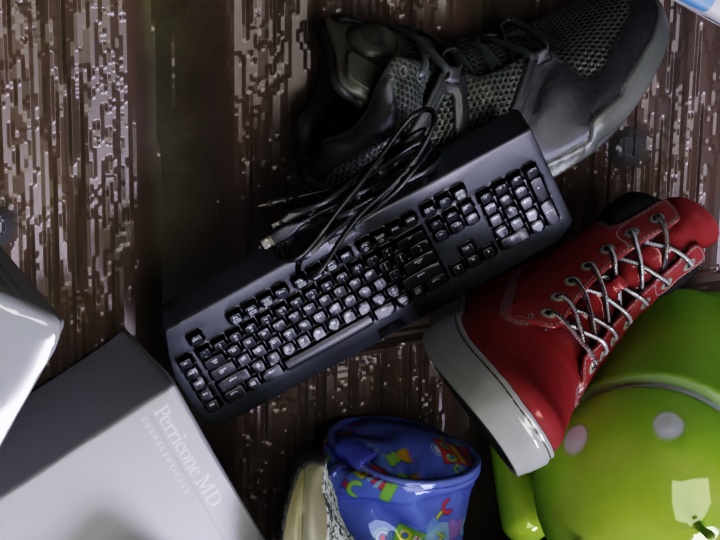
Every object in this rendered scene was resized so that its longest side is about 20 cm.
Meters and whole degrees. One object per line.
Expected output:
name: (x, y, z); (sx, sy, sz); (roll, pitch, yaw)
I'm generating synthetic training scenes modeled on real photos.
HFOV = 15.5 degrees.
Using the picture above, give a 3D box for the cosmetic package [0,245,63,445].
cosmetic package: (-0.264, 0.029, 1.097); (0.200, 0.166, 0.168); (25, 98, -29)

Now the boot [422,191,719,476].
boot: (0.106, 0.019, 1.232); (0.144, 0.200, 0.073); (-31, 102, 7)

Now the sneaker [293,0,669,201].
sneaker: (0.052, -0.092, 1.247); (0.199, 0.076, 0.114); (-33, 126, -3)

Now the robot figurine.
robot figurine: (0.150, 0.085, 1.290); (0.175, 0.200, 0.116); (-14, 111, 22)

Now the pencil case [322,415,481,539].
pencil case: (-0.001, 0.174, 1.324); (0.087, 0.078, 0.201); (0, 109, -42)

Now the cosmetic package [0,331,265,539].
cosmetic package: (-0.156, 0.131, 1.233); (0.200, 0.090, 0.107); (-34, 116, -6)

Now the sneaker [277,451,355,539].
sneaker: (0.018, 0.173, 1.248); (0.088, 0.077, 0.201); (-15, 105, 9)

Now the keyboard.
keyboard: (0.000, 0.000, 1.214); (0.200, 0.040, 0.104); (-30, 127, 0)

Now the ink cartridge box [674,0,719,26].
ink cartridge box: (0.187, -0.153, 1.245); (0.200, 0.145, 0.084); (24, 100, -29)
